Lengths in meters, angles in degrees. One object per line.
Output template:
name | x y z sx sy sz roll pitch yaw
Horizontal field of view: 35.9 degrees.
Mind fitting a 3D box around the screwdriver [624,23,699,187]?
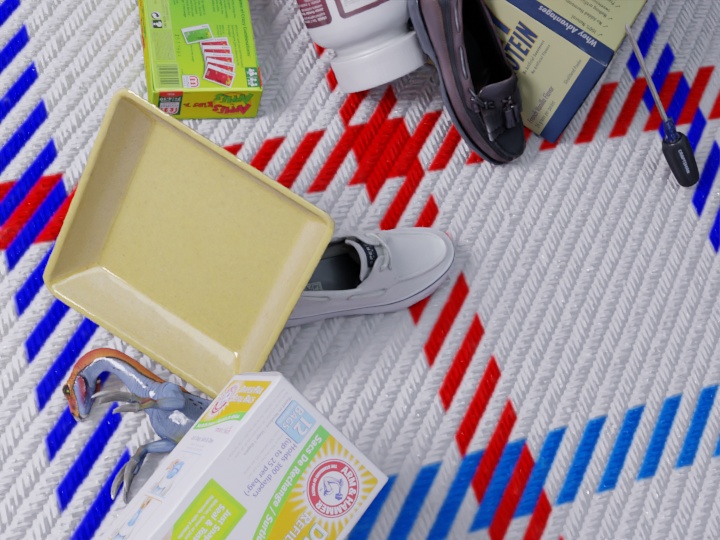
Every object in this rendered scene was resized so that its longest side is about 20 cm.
screwdriver | 0.292 -0.158 1.067 0.029 0.201 0.028 -3 45 30

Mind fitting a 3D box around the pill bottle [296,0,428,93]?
pill bottle | -0.011 -0.275 1.029 0.109 0.109 0.201 -30 110 -25

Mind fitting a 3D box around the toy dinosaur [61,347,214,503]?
toy dinosaur | -0.143 0.127 0.884 0.182 0.105 0.199 48 29 21

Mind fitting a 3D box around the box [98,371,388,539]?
box | -0.093 0.179 0.754 0.112 0.101 0.200 44 70 -14

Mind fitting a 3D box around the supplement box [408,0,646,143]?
supplement box | 0.175 -0.279 1.107 0.199 0.134 0.200 33 61 4

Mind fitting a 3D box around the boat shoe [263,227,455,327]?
boat shoe | 0.000 0.000 0.966 0.199 0.065 0.074 -19 70 -22

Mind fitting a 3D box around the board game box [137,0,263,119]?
board game box | -0.158 -0.241 1.053 0.101 0.048 0.202 -3 66 -16

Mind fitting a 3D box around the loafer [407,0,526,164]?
loafer | 0.111 -0.184 1.029 0.072 0.063 0.201 -48 121 -32

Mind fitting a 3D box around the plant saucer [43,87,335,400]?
plant saucer | -0.135 -0.019 0.891 0.199 0.201 0.048 32 28 3
